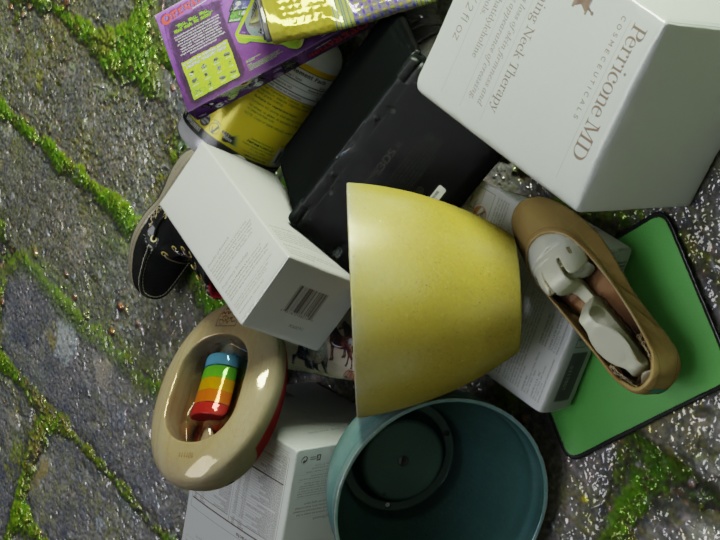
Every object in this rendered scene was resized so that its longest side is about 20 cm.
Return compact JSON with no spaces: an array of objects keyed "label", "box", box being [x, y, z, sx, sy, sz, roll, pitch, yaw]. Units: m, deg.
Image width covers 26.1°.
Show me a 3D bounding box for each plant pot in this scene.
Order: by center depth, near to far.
[{"label":"plant pot","box":[0.062,0.022,1.327,0.200,0.141,0.201,177,90,-90]},{"label":"plant pot","box":[0.053,0.191,1.428,0.134,0.200,0.201,-141,57,-67]}]

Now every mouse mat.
[{"label":"mouse mat","box":[0.222,0.060,1.357,0.200,0.008,0.161,-34,68,41]}]

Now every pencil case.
[{"label":"pencil case","box":[-0.035,0.071,1.536,0.199,0.078,0.090,13,82,27]}]

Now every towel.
[{"label":"towel","box":[-0.010,-0.294,1.460,0.199,0.023,0.144,-12,66,5]}]

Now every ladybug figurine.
[{"label":"ladybug figurine","box":[-0.125,0.121,1.470,0.135,0.072,0.201,-2,58,34]}]

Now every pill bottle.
[{"label":"pill bottle","box":[-0.090,-0.197,1.576,0.112,0.112,0.200,44,108,35]}]

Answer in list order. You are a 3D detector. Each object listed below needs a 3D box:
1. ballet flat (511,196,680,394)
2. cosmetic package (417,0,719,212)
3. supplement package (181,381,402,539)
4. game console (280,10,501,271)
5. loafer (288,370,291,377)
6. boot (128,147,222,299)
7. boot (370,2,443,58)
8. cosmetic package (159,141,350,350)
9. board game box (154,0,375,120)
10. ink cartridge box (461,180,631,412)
[{"label":"ballet flat","box":[0.189,0.019,1.284,0.200,0.063,0.069,50,119,13]},{"label":"cosmetic package","box":[0.190,-0.170,1.263,0.200,0.166,0.168,42,120,35]},{"label":"supplement package","box":[-0.072,0.236,1.566,0.150,0.151,0.201,24,109,43]},{"label":"game console","box":[0.027,-0.113,1.449,0.176,0.116,0.200,40,113,3]},{"label":"loafer","box":[-0.131,0.129,1.673,0.068,0.076,0.200,37,119,26]},{"label":"boot","box":[-0.182,-0.021,1.708,0.200,0.073,0.151,-59,42,22]},{"label":"boot","box":[0.033,-0.160,1.506,0.200,0.070,0.132,-45,58,25]},{"label":"cosmetic package","box":[-0.096,-0.025,1.481,0.085,0.107,0.200,-54,44,15]},{"label":"board game box","box":[-0.095,-0.242,1.503,0.200,0.032,0.120,-26,70,13]},{"label":"ink cartridge box","box":[0.133,0.008,1.407,0.200,0.057,0.163,38,119,40]}]
